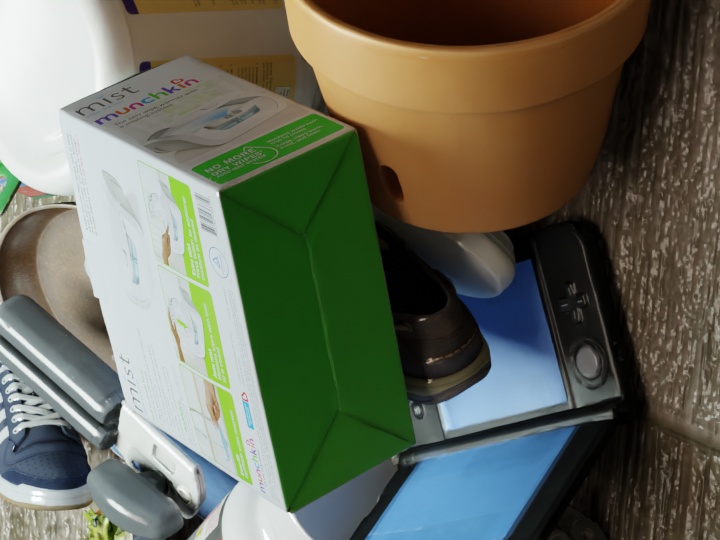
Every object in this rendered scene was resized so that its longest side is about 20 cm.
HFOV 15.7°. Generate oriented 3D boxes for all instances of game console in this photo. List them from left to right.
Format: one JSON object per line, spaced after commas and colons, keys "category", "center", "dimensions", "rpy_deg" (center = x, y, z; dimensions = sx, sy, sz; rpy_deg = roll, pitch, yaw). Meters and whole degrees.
{"category": "game console", "center": [0.053, 0.081, 1.509], "dimensions": [0.200, 0.116, 0.177], "rpy_deg": [-18, 86, 50]}

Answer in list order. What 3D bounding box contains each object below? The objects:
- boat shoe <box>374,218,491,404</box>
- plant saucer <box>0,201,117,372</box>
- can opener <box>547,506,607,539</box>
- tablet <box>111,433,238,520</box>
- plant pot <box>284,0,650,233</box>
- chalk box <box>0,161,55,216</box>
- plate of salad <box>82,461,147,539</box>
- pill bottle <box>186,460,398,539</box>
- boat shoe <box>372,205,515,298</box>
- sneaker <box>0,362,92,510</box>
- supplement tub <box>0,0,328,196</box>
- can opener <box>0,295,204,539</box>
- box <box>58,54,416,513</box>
{"category": "boat shoe", "center": [0.000, 0.000, 1.505], "dimensions": [0.200, 0.074, 0.074], "rpy_deg": [31, 144, 38]}
{"category": "plant saucer", "center": [-0.157, 0.029, 1.762], "dimensions": [0.199, 0.035, 0.201], "rpy_deg": [21, 137, 21]}
{"category": "can opener", "center": [0.073, 0.212, 1.468], "dimensions": [0.053, 0.200, 0.067], "rpy_deg": [48, 148, -8]}
{"category": "tablet", "center": [-0.103, 0.089, 1.729], "dimensions": [0.130, 0.014, 0.201], "rpy_deg": [35, 137, 16]}
{"category": "plant pot", "center": [0.059, -0.116, 1.412], "dimensions": [0.200, 0.200, 0.141], "rpy_deg": [37, 143, 39]}
{"category": "chalk box", "center": [-0.220, -0.123, 1.726], "dimensions": [0.125, 0.124, 0.201], "rpy_deg": [-6, 68, 50]}
{"category": "plate of salad", "center": [-0.169, 0.234, 1.811], "dimensions": [0.200, 0.048, 0.201], "rpy_deg": [178, 90, -81]}
{"category": "pill bottle", "center": [-0.053, 0.192, 1.666], "dimensions": [0.200, 0.115, 0.116], "rpy_deg": [-50, 61, 44]}
{"category": "boat shoe", "center": [0.033, -0.045, 1.543], "dimensions": [0.200, 0.069, 0.072], "rpy_deg": [26, 157, 53]}
{"category": "sneaker", "center": [-0.230, 0.092, 1.857], "dimensions": [0.200, 0.070, 0.109], "rpy_deg": [-132, 45, -66]}
{"category": "supplement tub", "center": [-0.118, -0.124, 1.592], "dimensions": [0.145, 0.199, 0.146], "rpy_deg": [8, 101, 46]}
{"category": "can opener", "center": [-0.182, 0.099, 1.725], "dimensions": [0.200, 0.067, 0.053], "rpy_deg": [39, 142, 22]}
{"category": "box", "center": [-0.072, 0.005, 1.449], "dimensions": [0.176, 0.096, 0.201], "rpy_deg": [26, 135, 51]}
